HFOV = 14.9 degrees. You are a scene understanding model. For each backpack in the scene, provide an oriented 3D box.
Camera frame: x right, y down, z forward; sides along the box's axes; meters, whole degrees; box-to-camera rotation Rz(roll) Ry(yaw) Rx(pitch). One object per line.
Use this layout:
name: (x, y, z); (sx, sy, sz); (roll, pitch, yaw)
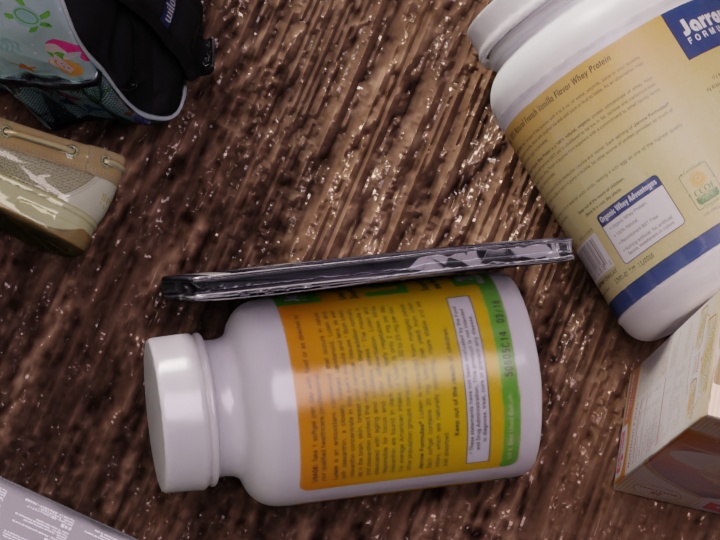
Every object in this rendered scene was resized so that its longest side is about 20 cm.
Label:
backpack: (-0.168, -0.180, 1.458); (0.150, 0.200, 0.178); (2, 76, 12)

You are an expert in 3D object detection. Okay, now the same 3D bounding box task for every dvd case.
dvd case: (0.000, 0.000, 1.463); (0.199, 0.149, 0.016); (-6, 91, -10)

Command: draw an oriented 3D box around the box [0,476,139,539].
box: (-0.135, 0.163, 1.393); (0.199, 0.160, 0.044); (25, 74, -3)

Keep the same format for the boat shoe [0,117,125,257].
boat shoe: (-0.226, -0.078, 1.486); (0.200, 0.073, 0.063); (28, 76, -5)

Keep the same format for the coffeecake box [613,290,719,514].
coffeecake box: (0.233, 0.081, 1.450); (0.153, 0.200, 0.073); (13, 74, -5)

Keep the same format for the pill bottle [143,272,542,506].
pill bottle: (-0.012, 0.066, 1.462); (0.199, 0.111, 0.112); (-6, 77, -11)

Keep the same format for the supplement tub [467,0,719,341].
supplement tub: (0.160, -0.078, 1.508); (0.144, 0.144, 0.201); (-29, 82, -15)
